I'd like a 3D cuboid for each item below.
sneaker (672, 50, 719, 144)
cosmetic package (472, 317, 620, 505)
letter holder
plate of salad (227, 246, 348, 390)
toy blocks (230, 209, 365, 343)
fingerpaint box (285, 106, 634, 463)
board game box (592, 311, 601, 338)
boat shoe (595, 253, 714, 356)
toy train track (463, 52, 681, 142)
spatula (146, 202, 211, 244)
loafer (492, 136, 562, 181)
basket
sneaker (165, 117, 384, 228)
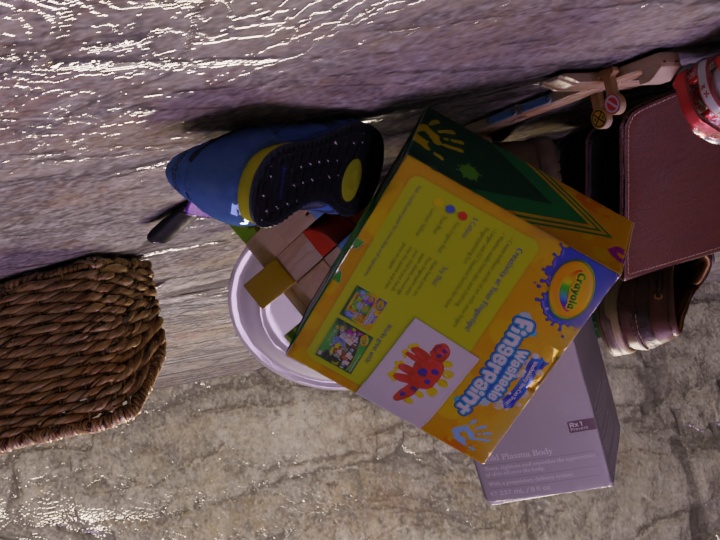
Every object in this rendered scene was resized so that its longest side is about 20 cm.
[{"bbox_3d":[0.259,-0.126,1.322,0.108,0.068,0.201,-23,175,15],"label":"sneaker"},{"bbox_3d":[0.123,0.066,1.510,0.106,0.201,0.090,-11,-151,18],"label":"cosmetic package"},{"bbox_3d":[0.253,-0.097,1.518,0.199,0.143,0.101,-16,-150,-24],"label":"letter holder"},{"bbox_3d":[-0.018,0.022,1.786,0.199,0.201,0.048,-14,-147,11],"label":"plate of salad"},{"bbox_3d":[0.000,0.000,1.549,0.100,0.200,0.137,-39,179,-35],"label":"toy blocks"},{"bbox_3d":[0.068,0.013,1.398,0.200,0.166,0.073,-59,-176,36],"label":"fingerpaint box"},{"bbox_3d":[0.142,0.019,1.622,0.199,0.105,0.023,-18,175,-15],"label":"board game box"},{"bbox_3d":[0.249,-0.009,1.591,0.067,0.072,0.200,-6,-142,33],"label":"boat shoe"},{"bbox_3d":[0.143,-0.110,1.421,0.114,0.033,0.200,-7,173,-45],"label":"toy train track"},{"bbox_3d":[-0.124,-0.043,1.530,0.056,0.021,0.200,4,170,-24],"label":"spatula"},{"bbox_3d":[0.095,-0.067,1.554,0.067,0.076,0.200,-2,171,-15],"label":"loafer"},{"bbox_3d":[-0.272,0.081,1.785,0.199,0.150,0.143,-15,173,18],"label":"basket"},{"bbox_3d":[-0.052,-0.070,1.313,0.078,0.066,0.200,14,-166,26],"label":"sneaker"}]
